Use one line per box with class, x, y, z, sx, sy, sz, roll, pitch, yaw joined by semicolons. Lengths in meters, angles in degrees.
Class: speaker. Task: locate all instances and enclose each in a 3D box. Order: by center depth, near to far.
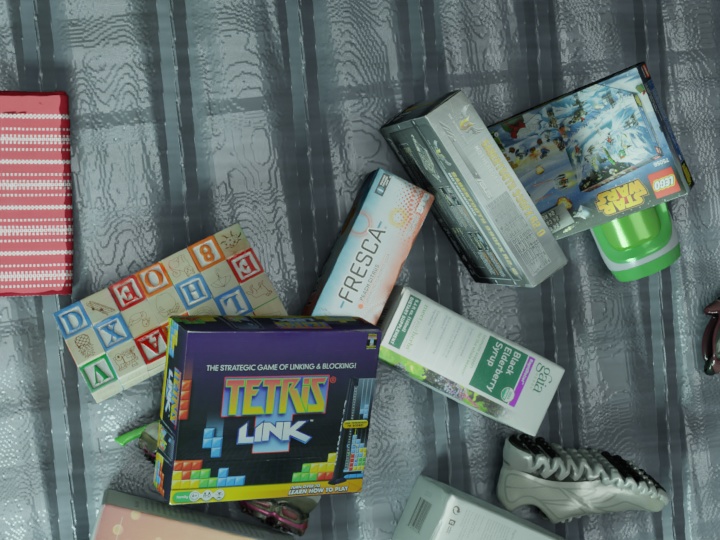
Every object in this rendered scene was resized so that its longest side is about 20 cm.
speaker;0.272;-0.094;1.339;0.088;0.088;0.201;-27;98;-14

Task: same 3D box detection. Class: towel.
towel;-0.349;-0.075;1.194;0.144;0.022;0.202;-2;93;-18

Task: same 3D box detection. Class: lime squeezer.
lime squeezer;-0.158;0.108;1.252;0.070;0.038;0.201;32;82;18

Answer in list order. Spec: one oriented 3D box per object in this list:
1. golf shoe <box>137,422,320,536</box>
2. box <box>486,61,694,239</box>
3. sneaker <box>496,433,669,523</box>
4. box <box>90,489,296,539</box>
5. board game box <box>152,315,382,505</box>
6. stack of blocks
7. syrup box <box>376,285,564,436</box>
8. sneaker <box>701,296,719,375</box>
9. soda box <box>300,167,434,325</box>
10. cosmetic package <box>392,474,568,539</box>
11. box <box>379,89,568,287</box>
golf shoe;-0.126;0.188;1.241;0.199;0.072;0.093;29;77;-25
box;0.224;-0.113;1.283;0.040;0.199;0.138;-36;104;-58
sneaker;0.238;0.236;1.350;0.199;0.075;0.082;15;101;-14
box;-0.170;0.312;1.195;0.199;0.106;0.153;15;84;-10
board game box;-0.086;0.128;1.171;0.199;0.057;0.167;1;104;-27
stack of blocks;-0.180;0.053;1.208;0.199;0.059;0.116;-27;79;-13
syrup box;0.103;0.093;1.296;0.199;0.081;0.079;27;84;-13
sneaker;0.449;0.111;1.408;0.115;0.076;0.201;-29;88;-8
soda box;0.000;0.000;1.272;0.068;0.064;0.201;27;83;-10
cosmetic package;0.146;0.293;1.298;0.199;0.113;0.082;27;85;-13
box;0.110;-0.079;1.255;0.048;0.158;0.201;-36;99;-12
